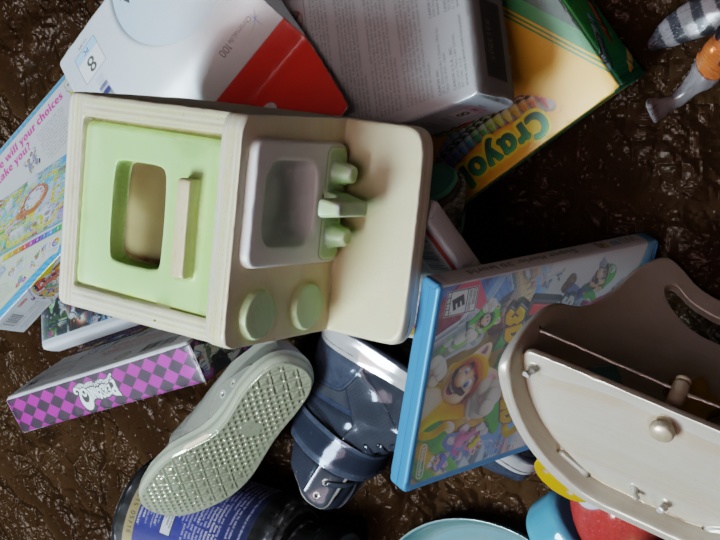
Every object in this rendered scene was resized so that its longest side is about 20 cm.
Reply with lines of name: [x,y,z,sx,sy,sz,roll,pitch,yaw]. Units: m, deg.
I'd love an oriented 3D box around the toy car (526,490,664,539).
toy car: [0.194,0.202,0.759,0.177,0.200,0.184,49,123,6]

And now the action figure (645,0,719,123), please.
action figure: [0.235,-0.202,0.677,0.192,0.104,0.202,-21,69,27]

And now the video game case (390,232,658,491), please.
video game case: [0.110,0.056,0.762,0.018,0.198,0.145,33,123,44]

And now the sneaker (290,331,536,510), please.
sneaker: [0.033,0.138,0.893,0.201,0.077,0.147,32,110,28]

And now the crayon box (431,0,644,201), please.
crayon box: [0.076,-0.121,0.796,0.199,0.058,0.119,-37,87,34]

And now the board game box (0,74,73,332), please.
board game box: [-0.255,-0.063,0.969,0.200,0.034,0.135,-42,59,23]

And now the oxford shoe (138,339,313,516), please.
oxford shoe: [-0.107,0.123,0.928,0.075,0.058,0.200,26,118,-31]

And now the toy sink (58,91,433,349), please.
toy sink: [-0.073,-0.031,0.689,0.198,0.112,0.132,13,101,32]

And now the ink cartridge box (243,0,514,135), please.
ink cartridge box: [-0.001,-0.160,0.766,0.199,0.057,0.165,-16,76,41]

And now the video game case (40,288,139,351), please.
video game case: [-0.193,-0.044,0.955,0.199,0.023,0.184,-17,71,33]

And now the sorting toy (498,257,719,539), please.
sorting toy: [0.209,0.068,0.719,0.198,0.180,0.108,23,140,22]

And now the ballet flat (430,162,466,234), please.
ballet flat: [-0.016,-0.050,0.805,0.199,0.072,0.073,16,115,29]

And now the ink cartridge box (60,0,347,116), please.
ink cartridge box: [-0.113,-0.127,0.789,0.160,0.047,0.201,-45,58,24]

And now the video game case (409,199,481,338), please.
video game case: [0.000,0.000,0.791,0.198,0.018,0.143,4,147,39]

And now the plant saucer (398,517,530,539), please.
plant saucer: [0.106,0.286,0.944,0.198,0.027,0.202,10,111,27]

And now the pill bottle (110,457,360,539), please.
pill bottle: [-0.104,0.235,0.995,0.198,0.112,0.113,13,113,26]

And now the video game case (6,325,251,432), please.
video game case: [-0.149,0.055,0.915,0.199,0.181,0.036,-18,102,33]
